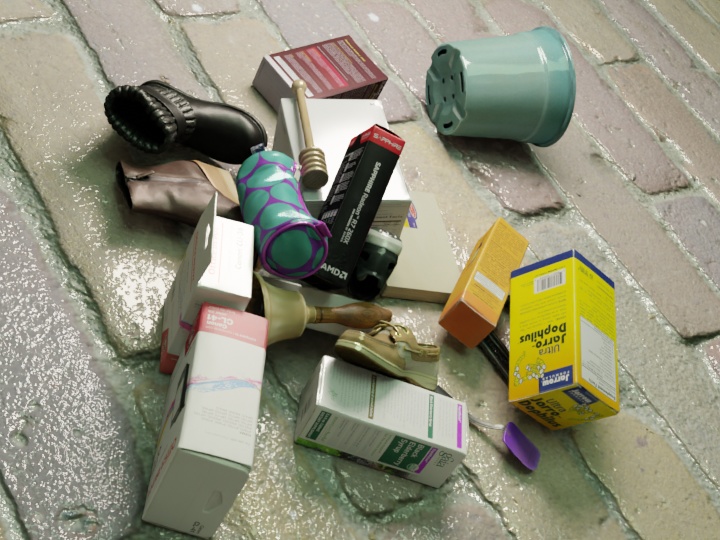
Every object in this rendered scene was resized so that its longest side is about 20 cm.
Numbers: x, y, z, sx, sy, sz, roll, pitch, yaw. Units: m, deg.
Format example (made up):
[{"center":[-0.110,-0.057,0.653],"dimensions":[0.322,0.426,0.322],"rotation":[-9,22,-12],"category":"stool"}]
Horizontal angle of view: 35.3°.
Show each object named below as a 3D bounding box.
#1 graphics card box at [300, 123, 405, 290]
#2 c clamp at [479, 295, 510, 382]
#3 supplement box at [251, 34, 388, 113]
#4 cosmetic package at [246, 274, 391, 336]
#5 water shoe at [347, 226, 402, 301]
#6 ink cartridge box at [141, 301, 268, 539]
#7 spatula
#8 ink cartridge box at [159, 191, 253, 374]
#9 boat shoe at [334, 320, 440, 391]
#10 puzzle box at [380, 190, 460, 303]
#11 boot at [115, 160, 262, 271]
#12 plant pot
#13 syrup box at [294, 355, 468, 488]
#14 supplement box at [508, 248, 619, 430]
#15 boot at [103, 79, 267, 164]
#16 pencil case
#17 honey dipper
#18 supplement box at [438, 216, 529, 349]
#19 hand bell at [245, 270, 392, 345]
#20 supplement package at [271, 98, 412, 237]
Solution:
[{"center":[-0.015,-0.076,1.421],"dimensions":[0.050,0.125,0.203],"rotation":[25,81,-13],"category":"graphics card box"},{"center":[0.243,0.104,1.620],"dimensions":[0.170,0.027,0.200],"rotation":[-29,70,-39],"category":"c clamp"},{"center":[-0.062,-0.301,1.788],"dimensions":[0.199,0.061,0.109],"rotation":[-24,66,-42],"category":"supplement box"},{"center":[-0.067,0.047,1.436],"dimensions":[0.197,0.082,0.052],"rotation":[15,86,-18],"category":"cosmetic package"},{"center":[0.000,0.000,1.476],"dimensions":[0.071,0.200,0.080],"rotation":[23,76,-4],"category":"water shoe"},{"center":[-0.165,0.160,1.225],"dimensions":[0.084,0.148,0.202],"rotation":[19,42,-13],"category":"ink cartridge box"},{"center":[0.153,0.193,1.478],"dimensions":[0.198,0.021,0.057],"rotation":[32,29,3],"category":"spatula"},{"center":[-0.173,0.020,1.312],"dimensions":[0.066,0.201,0.118],"rotation":[14,44,-18],"category":"ink cartridge box"},{"center":[0.037,0.096,1.391],"dimensions":[0.073,0.067,0.199],"rotation":[12,-10,33],"category":"boat shoe"},{"center":[0.071,-0.041,1.649],"dimensions":[0.131,0.026,0.202],"rotation":[7,47,-25],"category":"puzzle box"},{"center":[-0.221,-0.070,1.466],"dimensions":[0.164,0.073,0.201],"rotation":[0,41,-34],"category":"boot"},{"center":[0.224,-0.304,1.878],"dimensions":[0.193,0.202,0.202],"rotation":[-5,52,-24],"category":"plant pot"},{"center":[0.027,0.184,1.368],"dimensions":[0.197,0.079,0.082],"rotation":[21,43,-13],"category":"syrup box"},{"center":[0.273,0.094,1.525],"dimensions":[0.108,0.109,0.203],"rotation":[33,50,-38],"category":"supplement box"},{"center":[-0.234,-0.193,1.528],"dimensions":[0.208,0.081,0.158],"rotation":[19,13,-1],"category":"boot"},{"center":[-0.098,-0.073,1.385],"dimensions":[0.086,0.092,0.201],"rotation":[57,5,-36],"category":"pencil case"},{"center":[-0.073,-0.193,1.531],"dimensions":[0.037,0.038,0.202],"rotation":[10,46,-23],"category":"honey dipper"},{"center":[0.177,0.014,1.594],"dimensions":[0.068,0.067,0.201],"rotation":[35,44,-6],"category":"supplement box"},{"center":[-0.047,0.054,1.367],"dimensions":[0.197,0.105,0.105],"rotation":[2,49,-29],"category":"hand bell"},{"center":[-0.032,-0.133,1.590],"dimensions":[0.153,0.112,0.202],"rotation":[-1,50,-17],"category":"supplement package"}]
